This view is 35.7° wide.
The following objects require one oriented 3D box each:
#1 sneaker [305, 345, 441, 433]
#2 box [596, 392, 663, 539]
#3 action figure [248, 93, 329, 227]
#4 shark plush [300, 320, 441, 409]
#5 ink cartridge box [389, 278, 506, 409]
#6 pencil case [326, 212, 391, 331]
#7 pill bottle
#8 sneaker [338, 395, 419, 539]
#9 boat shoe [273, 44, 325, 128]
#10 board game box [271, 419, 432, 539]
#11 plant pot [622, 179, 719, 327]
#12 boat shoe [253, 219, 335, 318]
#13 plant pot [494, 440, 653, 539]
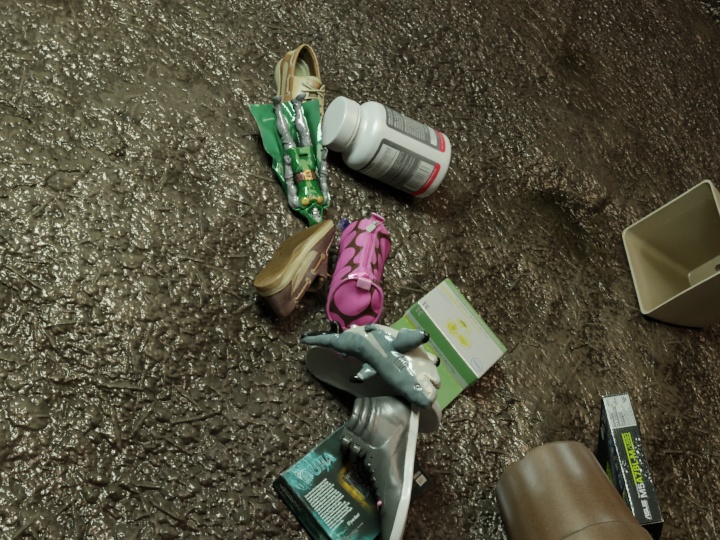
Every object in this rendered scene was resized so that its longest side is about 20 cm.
[{"bbox_3d":[0.037,0.130,1.500,0.198,0.074,0.116,29,36,13],"label":"sneaker"},{"bbox_3d":[0.384,0.310,1.610,0.047,0.194,0.203,-8,54,1],"label":"box"},{"bbox_3d":[-0.087,-0.160,1.658,0.116,0.055,0.203,-11,81,-24],"label":"action figure"},{"bbox_3d":[0.012,0.107,1.414,0.197,0.091,0.084,21,70,11],"label":"shark plush"},{"bbox_3d":[0.116,0.112,1.638,0.146,0.048,0.199,51,37,5],"label":"ink cartridge box"},{"bbox_3d":[0.000,0.000,1.558,0.090,0.094,0.201,30,26,-13],"label":"pencil case"},{"bbox_3d":[0.037,-0.200,1.779,0.198,0.111,0.112,21,45,-27],"label":"pill bottle"},{"bbox_3d":[0.017,0.248,1.384,0.097,0.071,0.203,7,66,0],"label":"sneaker"},{"bbox_3d":[-0.092,-0.274,1.755,0.075,0.074,0.203,13,50,-33],"label":"boat shoe"},{"bbox_3d":[-0.007,0.268,1.412,0.136,0.028,0.199,50,39,8],"label":"board game box"},{"bbox_3d":[0.635,-0.007,2.094,0.176,0.199,0.202,31,40,-35],"label":"plant pot"},{"bbox_3d":[-0.080,-0.002,1.555,0.073,0.071,0.200,61,30,-17],"label":"boat shoe"},{"bbox_3d":[0.277,0.346,1.467,0.198,0.201,0.200,15,35,-32],"label":"plant pot"}]
